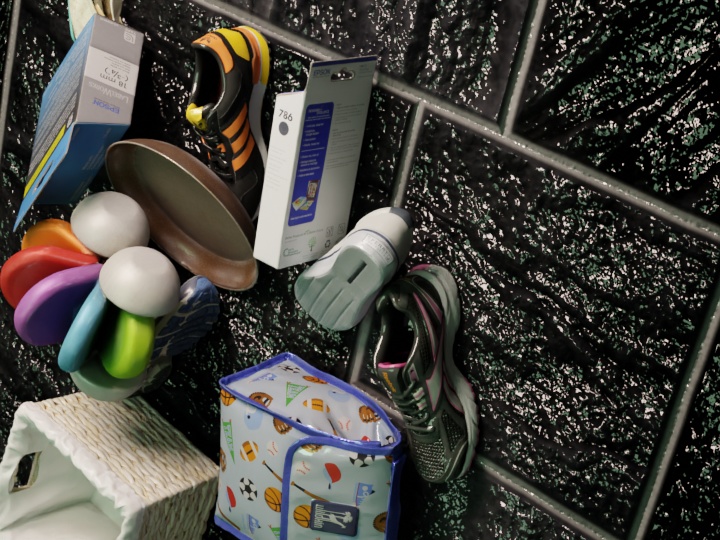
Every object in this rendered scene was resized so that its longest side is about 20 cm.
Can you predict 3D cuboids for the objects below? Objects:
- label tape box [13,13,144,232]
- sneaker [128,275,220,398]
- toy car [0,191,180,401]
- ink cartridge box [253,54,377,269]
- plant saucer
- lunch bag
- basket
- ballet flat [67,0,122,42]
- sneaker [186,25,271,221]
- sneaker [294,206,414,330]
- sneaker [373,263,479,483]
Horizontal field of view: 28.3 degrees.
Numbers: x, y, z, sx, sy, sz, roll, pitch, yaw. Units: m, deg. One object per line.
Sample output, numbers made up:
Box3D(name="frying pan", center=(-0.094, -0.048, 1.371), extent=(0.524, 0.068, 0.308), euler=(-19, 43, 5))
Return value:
Box3D(name="label tape box", center=(-0.290, -0.143, 1.478), extent=(0.144, 0.063, 0.201), euler=(-45, 33, 42))
Box3D(name="sneaker", center=(-0.227, 0.057, 1.542), extent=(0.200, 0.077, 0.086), euler=(-45, 68, 36))
Box3D(name="toy car", center=(-0.285, 0.027, 1.447), extent=(0.201, 0.149, 0.176), euler=(56, 132, 34))
Box3D(name="ink cartridge box", center=(-0.042, -0.106, 1.335), extent=(0.039, 0.099, 0.202), euler=(26, 115, 33))
Box3D(name="plant saucer", center=(-0.173, -0.062, 1.443), extent=(0.199, 0.032, 0.201), euler=(32, 152, 19))
Box3D(name="lunch bag", center=(-0.045, 0.200, 1.386), extent=(0.199, 0.123, 0.172), euler=(24, 122, 35))
Box3D(name="basket", center=(-0.281, 0.259, 1.575), extent=(0.200, 0.160, 0.199), euler=(36, 121, 29))
Box3D(name="ballet flat", center=(-0.285, -0.335, 1.516), extent=(0.062, 0.067, 0.202), euler=(-3, 106, 24))
Box3D(name="sneaker", center=(-0.141, -0.139, 1.413), extent=(0.070, 0.090, 0.202), euler=(15, 110, 36))
Box3D(name="sneaker", center=(0.000, 0.000, 1.342), extent=(0.073, 0.071, 0.200), euler=(48, 152, -4))
Box3D(name="sneaker", center=(0.047, 0.100, 1.315), extent=(0.080, 0.086, 0.202), euler=(-7, 95, 40))
